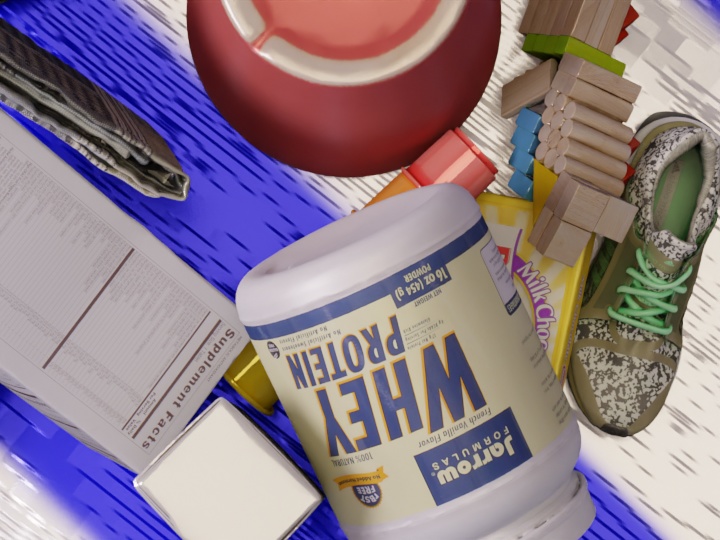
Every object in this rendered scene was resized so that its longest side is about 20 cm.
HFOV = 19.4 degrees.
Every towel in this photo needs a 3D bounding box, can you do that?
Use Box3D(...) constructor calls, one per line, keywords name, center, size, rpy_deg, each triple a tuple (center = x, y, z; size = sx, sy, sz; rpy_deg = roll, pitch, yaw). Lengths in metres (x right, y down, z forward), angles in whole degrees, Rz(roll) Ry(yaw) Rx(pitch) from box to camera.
Box3D(name="towel", center=(-0.188, -0.106, 1.169), size=(0.192, 0.200, 0.035), rpy_deg=(35, 93, -18))

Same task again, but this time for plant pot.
Box3D(name="plant pot", center=(-0.008, -0.161, 1.205), size=(0.200, 0.177, 0.201), rpy_deg=(0, 86, -1))

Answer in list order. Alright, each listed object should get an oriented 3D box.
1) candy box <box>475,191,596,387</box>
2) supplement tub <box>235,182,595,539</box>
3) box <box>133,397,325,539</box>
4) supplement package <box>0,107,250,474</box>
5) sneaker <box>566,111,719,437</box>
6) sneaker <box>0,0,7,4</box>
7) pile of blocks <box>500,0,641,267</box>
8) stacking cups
Box3D(name="candy box", center=(0.072, 0.053, 1.254), size=(0.102, 0.026, 0.200), rpy_deg=(11, 86, 16))
Box3D(name="supplement tub", center=(0.033, 0.068, 1.153), size=(0.145, 0.145, 0.200), rpy_deg=(-26, 98, -2))
Box3D(name="box", center=(-0.069, 0.123, 1.173), size=(0.068, 0.200, 0.082), rpy_deg=(-45, 88, -5))
Box3D(name="supplement package", center=(-0.177, 0.010, 1.184), size=(0.200, 0.110, 0.114), rpy_deg=(42, 78, -22))
Box3D(name="sneaker", center=(0.169, -0.001, 1.239), size=(0.077, 0.089, 0.200), rpy_deg=(13, 87, 0))
Box3D(name="sneaker", center=(-0.263, -0.240, 1.262), size=(0.091, 0.078, 0.200), rpy_deg=(-33, 86, 2))
Box3D(name="pile of blocks", center=(0.131, -0.088, 1.246), size=(0.062, 0.082, 0.200), rpy_deg=(21, 64, -30))
Box3D(name="stacking cups", center=(0.000, 0.000, 1.240), size=(0.200, 0.061, 0.061), rpy_deg=(-41, 87, 5))
